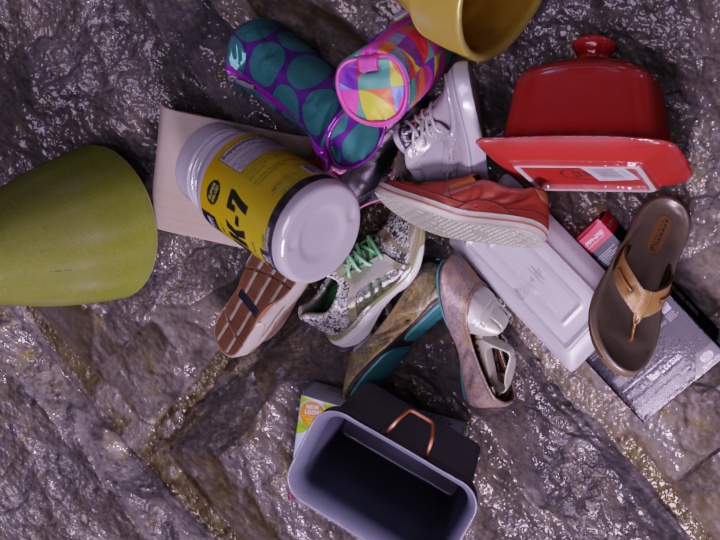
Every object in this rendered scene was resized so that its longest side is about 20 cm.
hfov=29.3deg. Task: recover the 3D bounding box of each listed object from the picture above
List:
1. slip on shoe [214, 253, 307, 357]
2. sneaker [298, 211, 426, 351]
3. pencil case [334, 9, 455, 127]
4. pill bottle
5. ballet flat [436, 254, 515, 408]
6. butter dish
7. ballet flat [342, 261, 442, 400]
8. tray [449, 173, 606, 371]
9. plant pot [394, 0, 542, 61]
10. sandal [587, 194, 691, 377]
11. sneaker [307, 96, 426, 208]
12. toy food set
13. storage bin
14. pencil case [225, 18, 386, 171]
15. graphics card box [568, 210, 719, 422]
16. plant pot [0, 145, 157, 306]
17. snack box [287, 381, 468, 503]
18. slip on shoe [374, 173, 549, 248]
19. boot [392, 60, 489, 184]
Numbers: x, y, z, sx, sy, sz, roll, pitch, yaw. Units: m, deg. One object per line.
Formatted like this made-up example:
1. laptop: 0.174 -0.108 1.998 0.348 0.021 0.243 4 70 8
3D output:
1. slip on shoe: -0.099 0.025 1.590 0.076 0.060 0.201 52 128 24
2. sneaker: 0.000 0.000 1.536 0.201 0.088 0.077 -57 40 18
3. pencil case: 0.040 -0.217 1.419 0.087 0.200 0.089 8 118 15
4. pill bottle: -0.103 -0.078 1.461 0.199 0.113 0.116 33 118 39
5. ballet flat: 0.137 0.070 1.520 0.067 0.068 0.202 11 133 36
6. butter dish: 0.232 -0.164 1.391 0.197 0.200 0.150 3 83 20
7. ballet flat: 0.037 0.067 1.580 0.071 0.071 0.200 43 115 2
8. tray: 0.189 0.003 1.473 0.200 0.022 0.108 47 116 13
9. plant pot: 0.079 -0.338 1.375 0.188 0.200 0.203 29 114 24
10. sandal: 0.292 0.009 1.413 0.080 0.054 0.202 25 76 -5
11. sneaker: 0.009 -0.121 1.533 0.095 0.079 0.200 36 109 -31
12. toy food set: -0.147 -0.108 1.596 0.197 0.060 0.145 12 110 6
13. storage bin: 0.042 0.206 1.517 0.198 0.134 0.147 29 115 5
14. pencil case: -0.062 -0.190 1.480 0.200 0.092 0.086 41 156 34
15. graphics card box: 0.286 0.050 1.490 0.200 0.051 0.125 46 114 3
16. plant pot: -0.368 -0.035 1.582 0.185 0.199 0.190 12 111 35
17. snack box: 0.019 0.227 1.635 0.198 0.053 0.144 13 109 14
18. slip on shoe: 0.109 -0.071 1.456 0.198 0.074 0.062 10 71 26
19. boot: 0.080 -0.143 1.428 0.094 0.201 0.074 -7 63 6
